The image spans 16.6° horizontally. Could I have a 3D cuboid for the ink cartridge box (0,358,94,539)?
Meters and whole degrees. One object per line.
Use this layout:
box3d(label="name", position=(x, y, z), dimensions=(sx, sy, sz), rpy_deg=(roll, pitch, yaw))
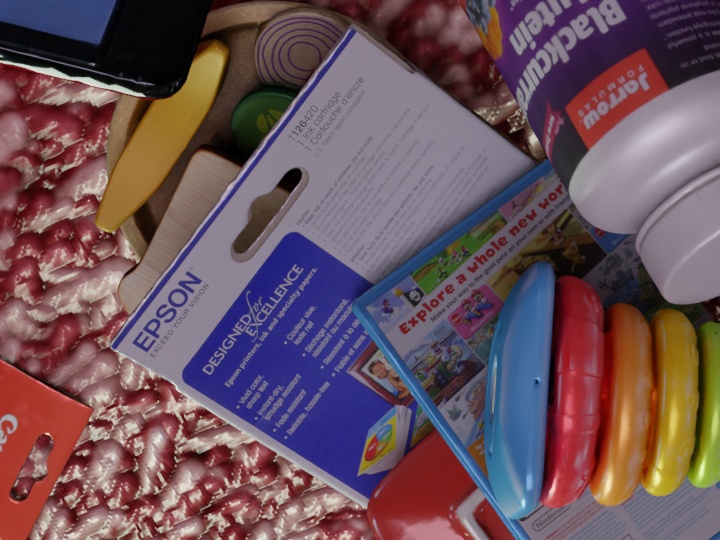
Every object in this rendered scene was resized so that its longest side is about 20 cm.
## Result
box3d(label="ink cartridge box", position=(-0.260, 0.080, 1.361), dimensions=(0.199, 0.050, 0.109), rpy_deg=(28, 112, -5))

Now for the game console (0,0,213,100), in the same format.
box3d(label="game console", position=(-0.160, -0.199, 1.205), dimensions=(0.198, 0.173, 0.119), rpy_deg=(14, 140, 1))

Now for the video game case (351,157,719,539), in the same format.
box3d(label="video game case", position=(0.109, 0.056, 1.217), dimensions=(0.143, 0.018, 0.201), rpy_deg=(-36, 88, -6))

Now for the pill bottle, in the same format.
box3d(label="pill bottle", position=(0.131, -0.089, 1.167), dimensions=(0.111, 0.111, 0.201), rpy_deg=(-36, 66, 18))

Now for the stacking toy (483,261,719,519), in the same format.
box3d(label="stacking toy", position=(0.160, 0.062, 1.151), dimensions=(0.198, 0.110, 0.117), rpy_deg=(4, 82, -1))

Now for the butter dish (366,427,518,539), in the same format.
box3d(label="butter dish", position=(0.128, 0.135, 1.294), dimensions=(0.200, 0.148, 0.200), rpy_deg=(-40, 88, -6))

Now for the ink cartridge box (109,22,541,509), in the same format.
box3d(label="ink cartridge box", position=(0.000, 0.000, 1.241), dimensions=(0.200, 0.047, 0.198), rpy_deg=(35, 96, -31))

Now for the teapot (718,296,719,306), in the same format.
box3d(label="teapot", position=(0.277, 0.012, 1.201), dimensions=(0.199, 0.146, 0.199), rpy_deg=(19, 98, -15))

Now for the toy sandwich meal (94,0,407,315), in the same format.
box3d(label="toy sandwich meal", position=(-0.048, -0.038, 1.279), dimensions=(0.203, 0.070, 0.207), rpy_deg=(2, 112, 5))
